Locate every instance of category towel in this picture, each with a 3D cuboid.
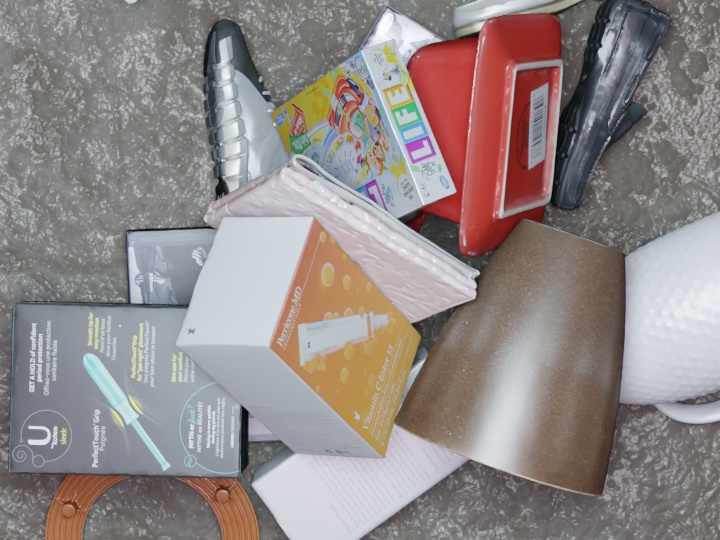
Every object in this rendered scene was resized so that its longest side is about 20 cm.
[{"bbox_3d":[-0.017,-0.020,1.621,0.200,0.191,0.032,32,68,-15],"label":"towel"}]

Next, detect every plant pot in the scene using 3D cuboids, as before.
[{"bbox_3d":[0.148,0.065,1.616,0.187,0.187,0.200,19,92,-2],"label":"plant pot"}]

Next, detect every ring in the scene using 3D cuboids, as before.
[{"bbox_3d":[-0.193,0.252,1.765,0.200,0.019,0.201,0,102,1],"label":"ring"}]

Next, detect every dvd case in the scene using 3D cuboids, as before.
[{"bbox_3d":[-0.137,0.060,1.758,0.150,0.025,0.201,-2,96,-1],"label":"dvd case"}]

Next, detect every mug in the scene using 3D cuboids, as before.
[{"bbox_3d":[0.297,0.060,1.715,0.175,0.148,0.200,-24,125,12],"label":"mug"}]

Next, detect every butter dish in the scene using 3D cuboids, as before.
[{"bbox_3d":[0.081,-0.125,1.644,0.148,0.199,0.201,9,102,24],"label":"butter dish"}]

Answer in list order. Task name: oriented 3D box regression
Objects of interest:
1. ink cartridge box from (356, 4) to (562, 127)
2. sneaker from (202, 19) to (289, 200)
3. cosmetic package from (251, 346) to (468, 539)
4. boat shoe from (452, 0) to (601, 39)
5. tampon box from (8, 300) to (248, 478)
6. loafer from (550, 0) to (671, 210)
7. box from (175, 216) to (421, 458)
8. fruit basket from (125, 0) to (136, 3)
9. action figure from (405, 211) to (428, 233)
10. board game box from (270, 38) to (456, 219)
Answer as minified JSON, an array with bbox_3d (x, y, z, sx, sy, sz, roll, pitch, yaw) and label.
[{"bbox_3d":[0.082,-0.148,1.736,0.200,0.039,0.100,30,93,-4],"label":"ink cartridge box"},{"bbox_3d":[-0.078,-0.128,1.728,0.115,0.075,0.201,-6,94,-14],"label":"sneaker"},{"bbox_3d":[0.009,0.170,1.746,0.200,0.071,0.102,-36,96,2],"label":"cosmetic package"},{"bbox_3d":[0.170,-0.263,1.713,0.200,0.075,0.069,-20,92,-8],"label":"boat shoe"},{"bbox_3d":[-0.199,0.103,1.679,0.199,0.126,0.150,2,87,0],"label":"tampon box"},{"bbox_3d":[0.224,-0.146,1.722,0.070,0.068,0.201,17,97,-11],"label":"loafer"},{"bbox_3d":[-0.048,0.058,1.610,0.097,0.200,0.125,0,59,33],"label":"box"},{"bbox_3d":[-0.210,-0.369,1.686,0.200,0.094,0.185,45,93,-1],"label":"fruit basket"},{"bbox_3d":[0.000,0.000,1.741,0.065,0.052,0.200,36,94,-11],"label":"action figure"},{"bbox_3d":[-0.001,-0.101,1.606,0.034,0.200,0.135,-22,89,-26],"label":"board game box"}]
